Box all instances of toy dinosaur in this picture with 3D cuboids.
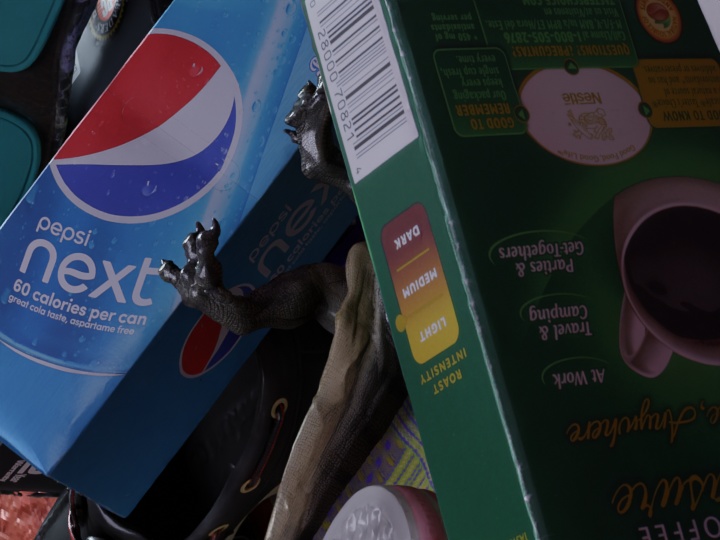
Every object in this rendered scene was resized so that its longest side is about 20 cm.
[{"bbox_3d":[0.000,0.000,0.835,0.088,0.200,0.047,40,157,-11],"label":"toy dinosaur"}]

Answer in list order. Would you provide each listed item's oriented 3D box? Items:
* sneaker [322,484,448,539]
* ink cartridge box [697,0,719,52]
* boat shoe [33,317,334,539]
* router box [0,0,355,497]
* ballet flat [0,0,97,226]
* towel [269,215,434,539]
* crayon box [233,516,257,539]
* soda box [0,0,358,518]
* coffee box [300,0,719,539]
[{"bbox_3d":[0.012,0.146,0.902,0.200,0.105,0.075,-58,38,33],"label":"sneaker"},{"bbox_3d":[0.132,-0.145,0.722,0.146,0.084,0.200,-44,58,47],"label":"ink cartridge box"},{"bbox_3d":[-0.069,0.072,0.988,0.201,0.063,0.074,-46,59,36],"label":"boat shoe"},{"bbox_3d":[-0.087,-0.030,1.046,0.200,0.062,0.150,-47,48,46],"label":"router box"},{"bbox_3d":[-0.125,-0.072,1.005,0.072,0.072,0.200,54,130,37],"label":"ballet flat"},{"bbox_3d":[0.024,0.035,0.951,0.144,0.023,0.200,60,138,32],"label":"towel"},{"bbox_3d":[-0.092,0.168,1.108,0.200,0.051,0.127,-51,54,45],"label":"crayon box"},{"bbox_3d":[-0.043,-0.029,0.892,0.064,0.068,0.200,35,87,22],"label":"soda box"},{"bbox_3d":[0.062,0.002,0.807,0.044,0.123,0.200,-34,68,49],"label":"coffee box"}]
